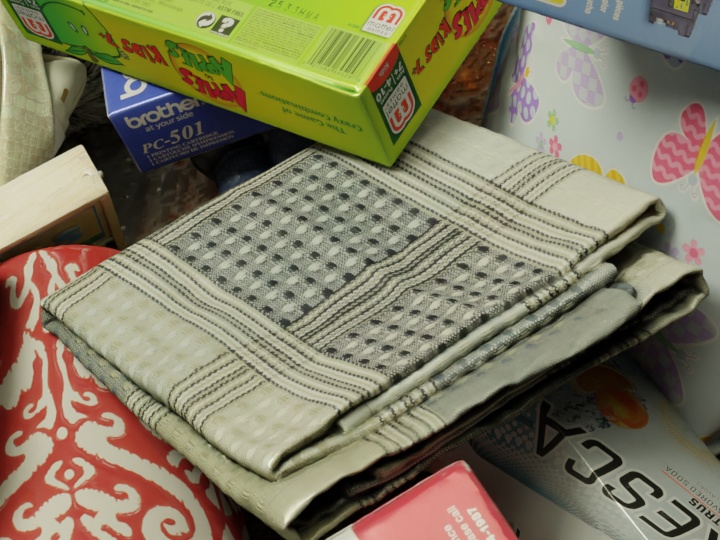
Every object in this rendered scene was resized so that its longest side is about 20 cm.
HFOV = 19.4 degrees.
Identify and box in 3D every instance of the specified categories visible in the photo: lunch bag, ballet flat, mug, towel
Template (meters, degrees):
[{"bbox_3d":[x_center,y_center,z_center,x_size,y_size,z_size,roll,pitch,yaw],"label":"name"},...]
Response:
[{"bbox_3d":[0.131,-0.056,0.839,0.127,0.170,0.200,-14,42,-36],"label":"lunch bag"},{"bbox_3d":[-0.151,-0.108,0.955,0.062,0.067,0.201,0,78,-20],"label":"ballet flat"},{"bbox_3d":[-0.128,0.101,0.828,0.177,0.134,0.200,-16,46,1],"label":"mug"},{"bbox_3d":[0.000,0.005,0.778,0.192,0.035,0.200,-29,36,-23],"label":"towel"}]

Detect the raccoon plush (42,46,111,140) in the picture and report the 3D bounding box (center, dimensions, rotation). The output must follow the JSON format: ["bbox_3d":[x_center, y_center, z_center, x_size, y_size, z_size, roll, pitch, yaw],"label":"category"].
[{"bbox_3d":[-0.137,-0.081,1.008,0.199,0.097,0.134,8,62,21],"label":"raccoon plush"}]

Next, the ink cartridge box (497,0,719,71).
[{"bbox_3d":[0.156,-0.124,0.729,0.199,0.077,0.137,18,37,11],"label":"ink cartridge box"}]

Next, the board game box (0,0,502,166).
[{"bbox_3d":[-0.048,-0.122,0.871,0.199,0.048,0.102,21,65,31],"label":"board game box"}]

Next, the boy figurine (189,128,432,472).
[{"bbox_3d":[0.000,0.000,0.900,0.124,0.064,0.200,-40,54,11],"label":"boy figurine"}]

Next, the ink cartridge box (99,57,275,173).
[{"bbox_3d":[-0.075,-0.143,0.957,0.094,0.044,0.201,-18,51,6],"label":"ink cartridge box"}]

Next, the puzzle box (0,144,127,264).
[{"bbox_3d":[-0.194,0.021,0.911,0.199,0.133,0.025,-29,77,-7],"label":"puzzle box"}]

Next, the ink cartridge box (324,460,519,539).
[{"bbox_3d":[-0.009,0.180,0.680,0.200,0.086,0.148,-30,64,-5],"label":"ink cartridge box"}]

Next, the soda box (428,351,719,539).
[{"bbox_3d":[0.099,0.098,0.772,0.063,0.069,0.200,-9,48,-39],"label":"soda box"}]
